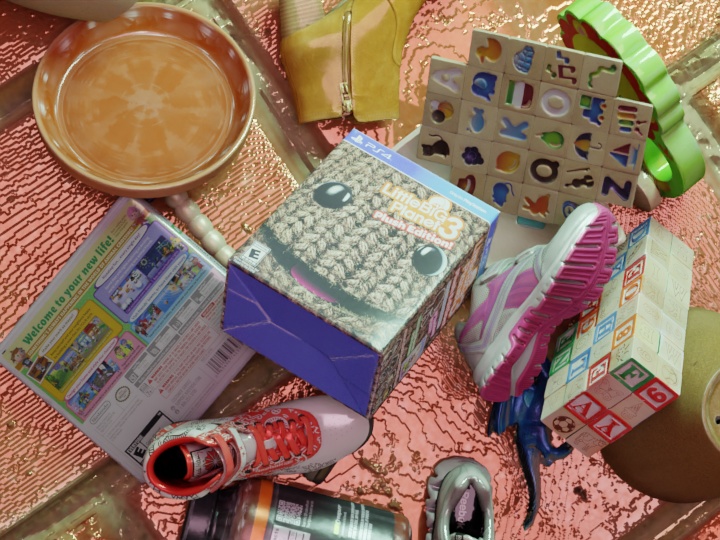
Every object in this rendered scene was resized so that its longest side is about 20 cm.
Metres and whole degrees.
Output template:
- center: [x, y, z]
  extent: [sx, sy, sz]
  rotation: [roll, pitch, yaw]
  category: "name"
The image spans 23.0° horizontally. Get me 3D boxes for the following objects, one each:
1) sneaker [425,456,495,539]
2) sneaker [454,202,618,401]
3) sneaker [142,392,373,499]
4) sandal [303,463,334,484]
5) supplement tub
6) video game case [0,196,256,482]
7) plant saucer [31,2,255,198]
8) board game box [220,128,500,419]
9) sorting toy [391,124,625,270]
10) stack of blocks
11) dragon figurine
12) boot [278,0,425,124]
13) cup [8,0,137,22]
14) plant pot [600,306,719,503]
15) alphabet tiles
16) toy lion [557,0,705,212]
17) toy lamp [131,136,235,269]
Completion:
- center: [0.089, 0.273, 1.613]
  extent: [0.075, 0.081, 0.201]
  rotation: [2, 88, -9]
  category: "sneaker"
- center: [0.147, 0.015, 1.573]
  extent: [0.200, 0.081, 0.088]
  rotation: [-53, 53, 13]
  category: "sneaker"
- center: [-0.090, 0.155, 1.531]
  extent: [0.200, 0.108, 0.068]
  rotation: [-8, 96, 6]
  category: "sneaker"
- center: [-0.013, 0.096, 1.613]
  extent: [0.057, 0.080, 0.202]
  rotation: [25, 85, 9]
  category: "sandal"
- center: [-0.060, 0.247, 1.582]
  extent: [0.199, 0.107, 0.108]
  rotation: [15, 85, -5]
  category: "supplement tub"
- center: [-0.201, 0.060, 1.591]
  extent: [0.182, 0.022, 0.200]
  rotation: [40, 100, -4]
  category: "video game case"
- center: [-0.194, -0.152, 1.592]
  extent: [0.199, 0.032, 0.201]
  rotation: [3, 62, -5]
  category: "plant saucer"
- center: [0.000, 0.000, 1.542]
  extent: [0.159, 0.097, 0.200]
  rotation: [30, 52, 15]
  category: "board game box"
- center: [0.117, -0.083, 1.630]
  extent: [0.179, 0.107, 0.201]
  rotation: [-27, 102, 5]
  category: "sorting toy"
- center: [0.233, 0.057, 1.585]
  extent: [0.058, 0.115, 0.200]
  rotation: [37, 38, -15]
  category: "stack of blocks"
- center: [0.151, 0.133, 1.635]
  extent: [0.099, 0.059, 0.201]
  rotation: [22, 80, -3]
  category: "dragon figurine"
- center: [0.025, -0.213, 1.641]
  extent: [0.200, 0.071, 0.145]
  rotation: [-13, 95, -4]
  category: "boot"
- center: [-0.251, -0.303, 1.560]
  extent: [0.143, 0.200, 0.201]
  rotation: [38, 83, -30]
  category: "cup"
- center: [0.319, 0.124, 1.588]
  extent: [0.185, 0.200, 0.188]
  rotation: [0, 88, -7]
  category: "plant pot"
- center: [0.150, -0.121, 1.552]
  extent: [0.199, 0.006, 0.167]
  rotation: [14, 121, 12]
  category: "alphabet tiles"
- center: [0.244, -0.155, 1.596]
  extent: [0.069, 0.192, 0.200]
  rotation: [-37, 92, -7]
  category: "toy lion"
- center: [-0.141, -0.037, 1.612]
  extent: [0.058, 0.058, 0.200]
  rotation: [-40, 95, -7]
  category: "toy lamp"
